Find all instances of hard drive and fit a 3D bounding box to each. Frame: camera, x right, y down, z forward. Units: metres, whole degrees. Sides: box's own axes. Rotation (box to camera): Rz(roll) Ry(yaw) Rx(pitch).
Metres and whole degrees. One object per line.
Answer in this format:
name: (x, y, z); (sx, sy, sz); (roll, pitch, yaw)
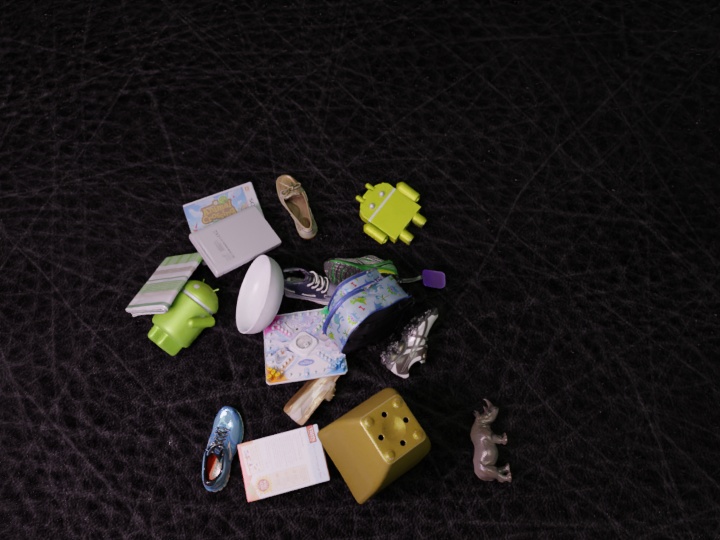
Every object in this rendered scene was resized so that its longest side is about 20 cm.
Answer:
hard drive: (-0.323, -0.079, 1.656); (0.199, 0.027, 0.132); (-30, 75, -32)

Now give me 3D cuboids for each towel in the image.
towel: (-0.485, 0.034, 1.606); (0.148, 0.031, 0.201); (-5, 41, 32)

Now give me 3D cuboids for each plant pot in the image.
plant pot: (0.046, 0.382, 1.457); (0.193, 0.200, 0.196); (-27, 73, -27)

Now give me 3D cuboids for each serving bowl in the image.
serving bowl: (-0.243, 0.065, 1.600); (0.065, 0.200, 0.202); (17, 70, -28)

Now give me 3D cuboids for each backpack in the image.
backpack: (0.002, 0.102, 1.552); (0.199, 0.184, 0.147); (-23, 61, -41)

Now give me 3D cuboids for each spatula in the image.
spatula: (0.126, 0.024, 1.689); (0.198, 0.021, 0.057); (-1, 52, 3)

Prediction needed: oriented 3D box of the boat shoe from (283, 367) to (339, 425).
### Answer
boat shoe: (-0.099, 0.298, 1.580); (0.200, 0.074, 0.069); (-42, 101, -21)

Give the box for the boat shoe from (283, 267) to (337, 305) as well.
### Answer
boat shoe: (-0.112, 0.039, 1.643); (0.198, 0.093, 0.075); (3, 68, 0)

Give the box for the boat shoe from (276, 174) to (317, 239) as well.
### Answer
boat shoe: (-0.171, -0.183, 1.730); (0.073, 0.063, 0.201); (-27, 74, -9)

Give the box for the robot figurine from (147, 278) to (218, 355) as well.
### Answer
robot figurine: (-0.439, 0.111, 1.604); (0.175, 0.116, 0.200); (26, 71, 40)

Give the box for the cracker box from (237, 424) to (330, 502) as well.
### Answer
cracker box: (-0.182, 0.460, 1.527); (0.198, 0.058, 0.135); (-13, 73, -5)

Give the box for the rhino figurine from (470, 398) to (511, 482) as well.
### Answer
rhino figurine: (0.312, 0.412, 1.550); (0.087, 0.060, 0.202); (-6, 69, 8)

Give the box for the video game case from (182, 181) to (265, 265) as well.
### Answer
video game case: (-0.361, -0.129, 1.731); (0.199, 0.022, 0.183); (-20, 74, -7)

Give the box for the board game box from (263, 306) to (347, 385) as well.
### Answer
board game box: (-0.143, 0.180, 1.597); (0.198, 0.026, 0.201); (-8, 51, -3)

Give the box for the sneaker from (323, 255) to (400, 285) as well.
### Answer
sneaker: (0.000, 0.000, 1.650); (0.198, 0.078, 0.086); (10, 38, -16)

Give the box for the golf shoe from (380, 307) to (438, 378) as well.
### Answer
golf shoe: (0.143, 0.184, 1.623); (0.094, 0.078, 0.200); (45, 78, -6)

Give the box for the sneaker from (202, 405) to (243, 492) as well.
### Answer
sneaker: (-0.330, 0.423, 1.520); (0.078, 0.090, 0.202); (7, 71, 1)

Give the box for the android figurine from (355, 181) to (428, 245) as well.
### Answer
android figurine: (0.080, -0.161, 1.741); (0.200, 0.041, 0.182); (38, 76, 9)
